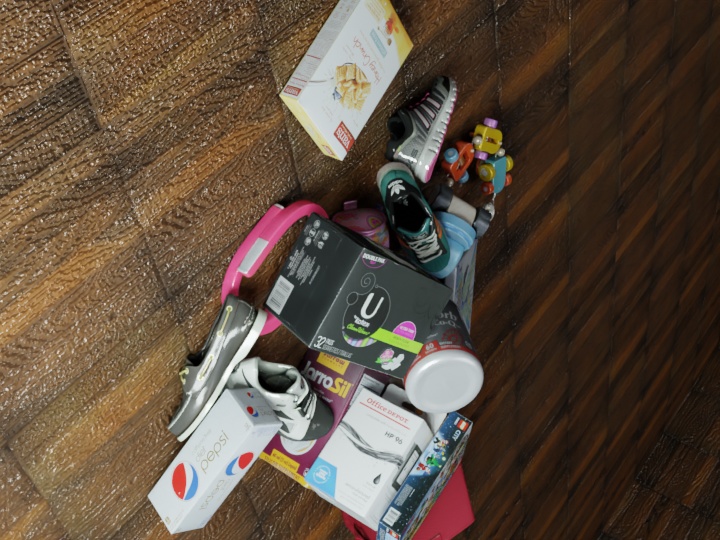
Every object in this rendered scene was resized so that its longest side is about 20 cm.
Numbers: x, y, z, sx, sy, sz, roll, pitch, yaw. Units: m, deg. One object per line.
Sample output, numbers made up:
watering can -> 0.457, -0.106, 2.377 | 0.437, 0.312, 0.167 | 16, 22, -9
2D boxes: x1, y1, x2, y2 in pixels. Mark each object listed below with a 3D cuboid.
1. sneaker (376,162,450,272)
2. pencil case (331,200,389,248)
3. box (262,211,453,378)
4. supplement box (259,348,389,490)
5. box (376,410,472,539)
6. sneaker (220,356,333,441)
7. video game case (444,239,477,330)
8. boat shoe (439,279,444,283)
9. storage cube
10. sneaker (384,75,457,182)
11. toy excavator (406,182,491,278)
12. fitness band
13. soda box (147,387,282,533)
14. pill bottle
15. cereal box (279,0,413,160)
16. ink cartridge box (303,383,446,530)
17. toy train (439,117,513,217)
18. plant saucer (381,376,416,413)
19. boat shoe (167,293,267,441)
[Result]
sneaker -> 0.080, -0.059, 1.341 | 0.071, 0.080, 0.201 | -25, 128, 10
pencil case -> 0.000, 0.000, 1.379 | 0.087, 0.087, 0.202 | -35, 135, -39
box -> -0.001, 0.037, 1.248 | 0.199, 0.124, 0.150 | 23, 99, -45
supplement box -> -0.056, 0.220, 1.403 | 0.086, 0.110, 0.202 | 34, 80, -56
box -> 0.091, 0.316, 1.341 | 0.201, 0.037, 0.137 | -51, 160, -28
sneaker -> -0.097, 0.176, 1.269 | 0.199, 0.088, 0.075 | 31, 48, -36
video game case -> 0.172, 0.061, 1.622 | 0.182, 0.022, 0.203 | -44, 139, -65
boat shoe -> 0.103, 0.069, 1.576 | 0.200, 0.071, 0.068 | -40, 148, -50
storage cube -> 0.060, 0.355, 1.534 | 0.198, 0.171, 0.182 | -27, 120, -20
sneaker -> 0.087, -0.224, 1.376 | 0.074, 0.086, 0.202 | 109, 0, -57
toy excavator -> 0.099, -0.013, 1.471 | 0.099, 0.194, 0.202 | 30, 67, -15
fitness band -> -0.112, -0.006, 1.256 | 0.201, 0.037, 0.144 | -54, 148, -19
soda box -> -0.191, 0.248, 1.204 | 0.201, 0.068, 0.063 | -52, 151, 17
pill bottle -> 0.104, 0.104, 1.373 | 0.114, 0.201, 0.117 | -6, 127, -8
cereal box -> -0.014, -0.267, 1.229 | 0.201, 0.039, 0.144 | -60, 147, -11
ink cartridge box -> 0.024, 0.252, 1.331 | 0.201, 0.115, 0.068 | -55, 146, -18
toy train -> 0.191, -0.176, 1.579 | 0.151, 0.055, 0.200 | -58, 144, -12
plant saucer -> 0.006, 0.241, 1.451 | 0.032, 0.199, 0.202 | 35, 79, -31
boat shoe -> -0.196, 0.124, 1.188 | 0.060, 0.072, 0.202 | 32, 95, -14
